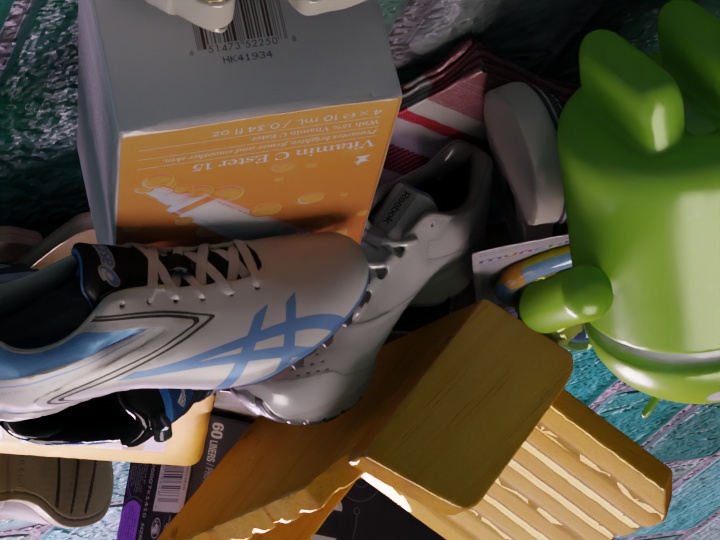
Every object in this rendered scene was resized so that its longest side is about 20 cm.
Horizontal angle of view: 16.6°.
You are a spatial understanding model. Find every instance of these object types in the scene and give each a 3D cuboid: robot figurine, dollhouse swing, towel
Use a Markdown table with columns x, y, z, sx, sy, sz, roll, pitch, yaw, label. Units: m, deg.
| x | y | z | sx | sy | sz | roll | pitch | yaw | label |
| --- | --- | --- | --- | --- | --- | --- | --- | --- | --- |
| 0.155 | -0.023 | 1.161 | 0.175 | 0.116 | 0.200 | -23 | 126 | -17 | robot figurine |
| 0.037 | 0.136 | 1.331 | 0.200 | 0.176 | 0.182 | -27 | -162 | 48 | dollhouse swing |
| 0.019 | -0.060 | 1.317 | 0.200 | 0.023 | 0.144 | -25 | 157 | 28 | towel |

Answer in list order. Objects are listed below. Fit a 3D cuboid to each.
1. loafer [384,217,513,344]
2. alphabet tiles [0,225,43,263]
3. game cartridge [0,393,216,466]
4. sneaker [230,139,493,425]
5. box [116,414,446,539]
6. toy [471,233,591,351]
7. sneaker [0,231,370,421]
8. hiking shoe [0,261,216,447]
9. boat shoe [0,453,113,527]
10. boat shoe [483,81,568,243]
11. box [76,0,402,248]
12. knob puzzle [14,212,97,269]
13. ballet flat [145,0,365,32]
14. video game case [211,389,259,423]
| x | y | z | sx | sy | sz | roll | pitch | yaw | label |
| --- | --- | --- | --- | --- | --- | --- | --- | --- | --- |
| 0.067 | 0.011 | 1.440 | 0.200 | 0.075 | 0.070 | -17 | 177 | 8 | loafer |
| -0.164 | 0.013 | 1.393 | 0.196 | 0.015 | 0.200 | -31 | 154 | 31 | alphabet tiles |
| -0.171 | 0.068 | 1.387 | 0.176 | 0.032 | 0.200 | 4 | 163 | -5 | game cartridge |
| 0.000 | 0.000 | 1.258 | 0.200 | 0.075 | 0.087 | -47 | 161 | -38 | sneaker |
| -0.044 | 0.168 | 1.576 | 0.200 | 0.122 | 0.106 | 14 | 171 | -27 | box |
| 0.122 | 0.016 | 1.321 | 0.115 | 0.047 | 0.200 | -15 | 170 | 0 | toy |
| -0.089 | 0.015 | 1.107 | 0.200 | 0.072 | 0.072 | -14 | 134 | -15 | sneaker |
| -0.168 | 0.044 | 1.216 | 0.200 | 0.074 | 0.087 | 0 | -154 | 25 | hiking shoe |
| -0.231 | 0.125 | 1.573 | 0.068 | 0.075 | 0.200 | -2 | 168 | 27 | boat shoe |
| 0.118 | -0.060 | 1.263 | 0.093 | 0.075 | 0.200 | -20 | 169 | -2 | boat shoe |
| -0.061 | -0.069 | 1.131 | 0.124 | 0.098 | 0.200 | -9 | 159 | -10 | box |
| -0.108 | 0.000 | 1.334 | 0.220 | 0.030 | 0.220 | -7 | 157 | -3 | knob puzzle |
| -0.040 | -0.136 | 1.012 | 0.200 | 0.071 | 0.069 | -10 | 160 | -11 | ballet flat |
| -0.017 | 0.077 | 1.511 | 0.181 | 0.036 | 0.200 | 5 | 169 | 14 | video game case |
